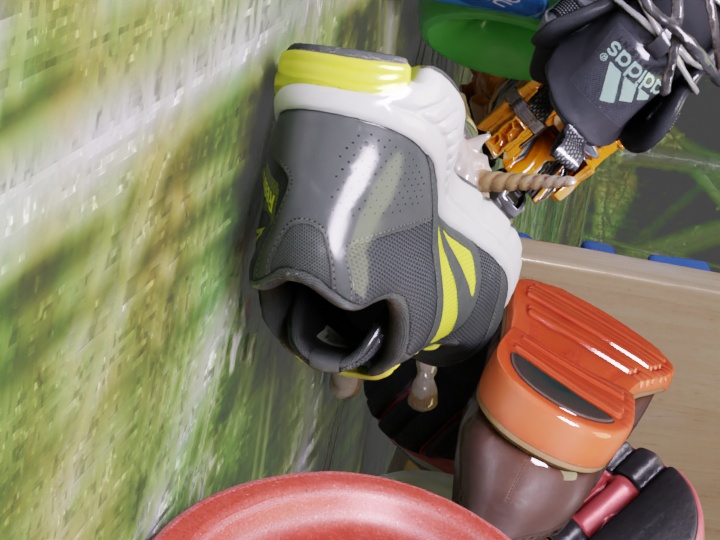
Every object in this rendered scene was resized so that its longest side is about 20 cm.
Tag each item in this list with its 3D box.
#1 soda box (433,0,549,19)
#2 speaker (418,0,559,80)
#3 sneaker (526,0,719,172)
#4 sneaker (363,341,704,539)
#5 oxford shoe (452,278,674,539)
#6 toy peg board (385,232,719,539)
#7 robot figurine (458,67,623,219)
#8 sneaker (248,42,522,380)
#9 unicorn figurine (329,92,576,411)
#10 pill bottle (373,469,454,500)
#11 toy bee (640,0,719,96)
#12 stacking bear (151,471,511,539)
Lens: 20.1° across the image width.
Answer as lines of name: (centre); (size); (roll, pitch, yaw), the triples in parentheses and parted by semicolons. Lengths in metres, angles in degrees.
soda box: (0.061, -0.204, 0.792); (0.068, 0.064, 0.201); (78, 25, -70)
speaker: (0.081, -0.188, 0.877); (0.088, 0.088, 0.201); (68, 34, -74)
sneaker: (0.119, -0.090, 0.738); (0.140, 0.078, 0.200); (-45, -176, -17)
sneaker: (0.069, 0.093, 0.876); (0.074, 0.200, 0.087); (-35, 137, -16)
oxford shoe: (0.069, 0.054, 0.775); (0.073, 0.071, 0.200); (-62, 169, 16)
toy peg board: (0.116, 0.059, 1.019); (0.098, 0.199, 0.200); (-103, -153, -53)
robot figurine: (0.095, -0.093, 0.970); (0.145, 0.058, 0.200); (-40, -168, 14)
sneaker: (0.000, 0.000, 0.665); (0.200, 0.074, 0.085); (59, 48, -64)
unicorn figurine: (0.026, -0.016, 0.816); (0.200, 0.073, 0.138); (-98, -167, -63)
pill bottle: (0.027, 0.161, 0.851); (0.200, 0.112, 0.113); (79, 23, -69)
toy bee: (0.017, -0.131, 0.548); (0.131, 0.108, 0.201); (-29, 105, -68)
stacking bear: (-0.019, 0.173, 0.618); (0.114, 0.121, 0.201); (-39, 149, -62)
